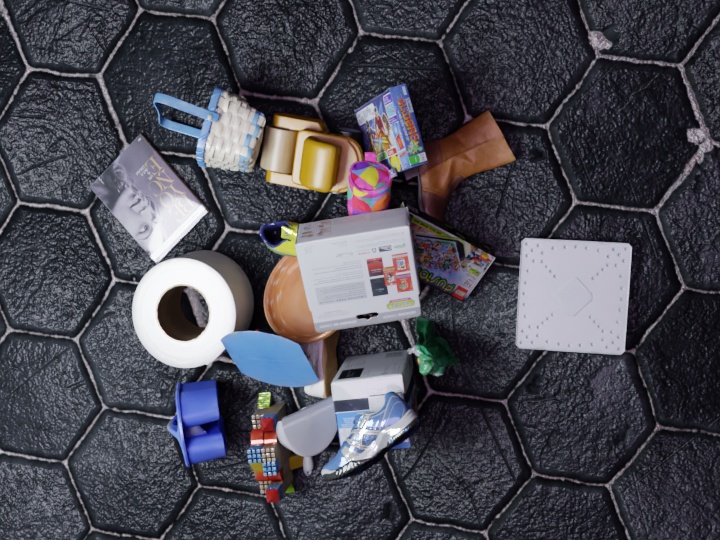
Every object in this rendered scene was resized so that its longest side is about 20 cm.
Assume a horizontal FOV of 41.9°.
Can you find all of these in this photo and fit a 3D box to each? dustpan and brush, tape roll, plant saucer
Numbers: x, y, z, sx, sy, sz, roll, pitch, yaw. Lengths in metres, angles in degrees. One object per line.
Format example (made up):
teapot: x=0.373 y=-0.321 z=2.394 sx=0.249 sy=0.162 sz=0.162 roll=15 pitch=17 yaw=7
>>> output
dustpan and brush: x=-0.095 y=0.321 z=1.777 sx=0.138 sy=0.057 sz=0.203 roll=-21 pitch=123 yaw=-27
tape roll: x=-0.311 y=0.069 z=1.766 sx=0.199 sy=0.139 sz=0.207 roll=1 pitch=96 yaw=8
plant saucer: x=-0.086 y=0.042 z=1.739 sx=0.197 sy=0.037 sz=0.203 roll=-12 pitch=62 yaw=23

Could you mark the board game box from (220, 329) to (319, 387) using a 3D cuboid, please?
board game box: x=-0.160 y=0.146 z=1.705 sx=0.155 sy=0.201 sz=0.039 roll=3 pitch=56 yaw=18

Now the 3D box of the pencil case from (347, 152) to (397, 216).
pencil case: x=0.014 y=-0.109 z=1.680 sx=0.087 sy=0.089 sz=0.202 roll=13 pitch=141 yaw=6

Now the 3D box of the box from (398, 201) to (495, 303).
box: x=0.132 y=-0.031 z=1.694 sx=0.198 sy=0.035 sz=0.111 roll=25 pitch=113 yaw=-20

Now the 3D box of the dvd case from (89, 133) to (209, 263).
dvd case: x=-0.407 y=-0.137 z=1.817 sx=0.148 sy=0.016 sz=0.200 roll=-42 pitch=90 yaw=10

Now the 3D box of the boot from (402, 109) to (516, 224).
boot: x=0.189 y=-0.166 z=1.717 sx=0.197 sy=0.068 sz=0.191 roll=-24 pitch=86 yaw=3

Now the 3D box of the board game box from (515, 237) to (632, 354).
board game box: x=0.387 y=0.046 z=1.719 sx=0.196 sy=0.026 sz=0.204 roll=3 pitch=97 yaw=8

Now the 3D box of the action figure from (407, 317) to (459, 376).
action figure: x=0.125 y=0.150 z=1.681 sx=0.118 sy=0.200 sz=0.055 roll=43 pitch=101 yaw=2

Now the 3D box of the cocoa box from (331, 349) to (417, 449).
cocoa box: x=0.030 y=0.235 z=1.705 sx=0.131 sy=0.200 sz=0.134 roll=-7 pitch=96 yaw=8

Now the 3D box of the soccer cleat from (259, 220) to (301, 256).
soccer cleat: x=-0.102 y=-0.056 z=1.709 sx=0.198 sy=0.083 sz=0.066 roll=3 pitch=70 yaw=39

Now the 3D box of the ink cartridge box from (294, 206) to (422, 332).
ink cartridge box: x=0.000 y=0.000 z=1.629 sx=0.196 sy=0.084 sz=0.178 roll=-8 pitch=117 yaw=5

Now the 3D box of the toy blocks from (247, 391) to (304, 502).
toy blocks: x=-0.172 y=0.345 z=1.780 sx=0.098 sy=0.137 sz=0.204 roll=-5 pitch=96 yaw=9

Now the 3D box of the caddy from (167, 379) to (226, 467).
caddy: x=-0.312 y=0.284 z=1.770 sx=0.103 sy=0.200 sz=0.144 roll=-10 pitch=97 yaw=-8

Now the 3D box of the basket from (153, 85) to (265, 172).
basket: x=-0.275 y=-0.260 z=1.710 sx=0.197 sy=0.176 sz=0.142 roll=14 pitch=84 yaw=-7

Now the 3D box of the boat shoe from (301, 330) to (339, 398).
boat shoe: x=-0.083 y=0.138 z=1.776 sx=0.068 sy=0.071 sz=0.204 roll=1 pitch=86 yaw=27

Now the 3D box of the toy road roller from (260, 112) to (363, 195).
toy road roller: x=-0.091 y=-0.203 z=1.692 sx=0.196 sy=0.146 sz=0.125 roll=12 pitch=105 yaw=8

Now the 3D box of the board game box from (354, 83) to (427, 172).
board game box: x=0.050 y=-0.237 z=1.649 sx=0.034 sy=0.200 sz=0.138 roll=-18 pitch=95 yaw=-17

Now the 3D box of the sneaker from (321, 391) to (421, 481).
sneaker: x=0.010 y=0.283 z=1.586 sx=0.199 sy=0.076 sz=0.078 roll=-39 pitch=71 yaw=11
